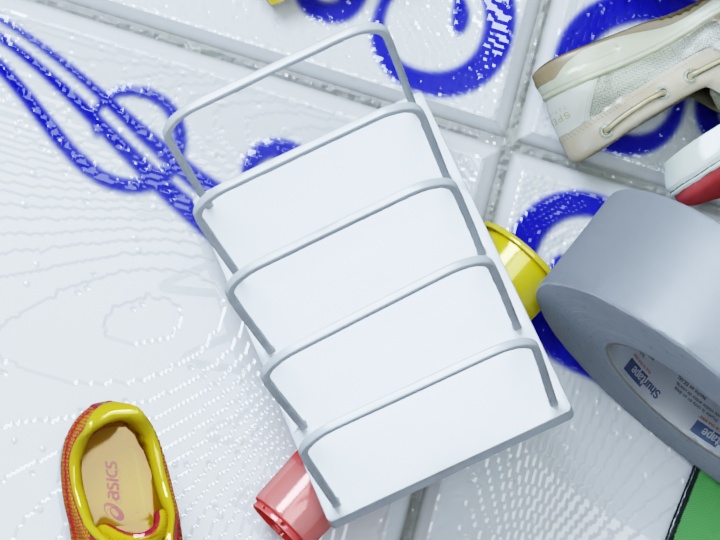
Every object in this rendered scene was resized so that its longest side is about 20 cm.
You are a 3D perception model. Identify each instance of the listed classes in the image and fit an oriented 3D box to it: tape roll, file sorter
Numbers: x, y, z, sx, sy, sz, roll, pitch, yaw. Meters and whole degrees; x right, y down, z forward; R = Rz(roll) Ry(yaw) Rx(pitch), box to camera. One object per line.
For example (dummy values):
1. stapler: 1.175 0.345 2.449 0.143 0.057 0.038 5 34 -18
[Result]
1. tape roll: 0.187 0.048 1.293 0.200 0.200 0.066 40 80 -1
2. file sorter: 0.000 0.000 1.273 0.138 0.125 0.201 -25 68 1

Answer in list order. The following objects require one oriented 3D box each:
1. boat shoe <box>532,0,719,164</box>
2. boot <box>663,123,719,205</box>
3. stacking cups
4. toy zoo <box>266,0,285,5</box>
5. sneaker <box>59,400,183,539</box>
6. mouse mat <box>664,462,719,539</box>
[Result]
1. boat shoe: 0.197 -0.117 1.392 0.199 0.072 0.065 -21 86 -6
2. boot: 0.276 -0.036 1.392 0.199 0.072 0.145 -18 85 -15
3. stacking cups: 0.026 0.067 1.338 0.060 0.061 0.200 40 78 0
4. toy zoo: -0.008 -0.230 1.371 0.199 0.020 0.132 -21 105 -3
5. sneaker: -0.116 0.166 1.289 0.073 0.077 0.201 -17 85 -13
6. mouse mat: 0.280 0.133 1.394 0.199 0.008 0.162 25 77 -5
